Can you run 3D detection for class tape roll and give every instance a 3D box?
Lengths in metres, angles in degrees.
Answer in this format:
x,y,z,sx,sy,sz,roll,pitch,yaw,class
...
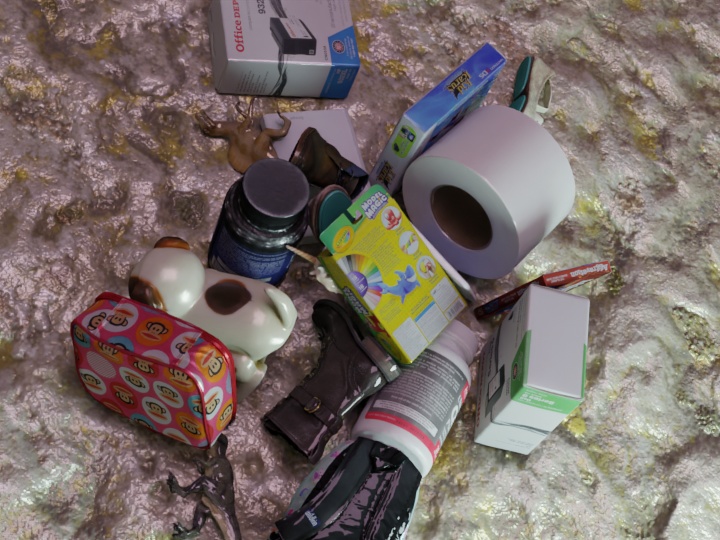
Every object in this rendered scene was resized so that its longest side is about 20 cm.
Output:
x,y,z,sx,sy,sz,roll,pitch,yaw,class
0.177,-0.109,1.685,0.203,0.203,0.139,43,59,8,tape roll

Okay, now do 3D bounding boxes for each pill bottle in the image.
x,y,z,sx,sy,sz,roll,pitch,yaw,class
-0.128,-0.055,1.554,0.111,0.200,0.112,7,61,-14,pill bottle
0.076,0.158,1.561,0.110,0.111,0.200,31,58,0,pill bottle

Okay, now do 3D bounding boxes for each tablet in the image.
x,y,z,sx,sy,sz,roll,pitch,yaw,class
0.104,-0.013,1.625,0.014,0.200,0.130,-43,80,2,tablet

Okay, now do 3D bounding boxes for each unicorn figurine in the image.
x,y,z,sx,sy,sz,roll,pitch,yaw,class
0.000,0.000,1.575,0.074,0.200,0.137,25,61,33,unicorn figurine

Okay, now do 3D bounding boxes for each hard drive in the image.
x,y,z,sx,sy,sz,roll,pitch,yaw,class
-0.056,-0.135,1.725,0.131,0.026,0.201,-7,66,-21,hard drive

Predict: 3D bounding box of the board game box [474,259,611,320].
x,y,z,sx,sy,sz,roll,pitch,yaw,class
0.241,0.028,1.634,0.102,0.200,0.020,-14,81,-24,board game box

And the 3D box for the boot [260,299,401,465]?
x,y,z,sx,sy,sz,roll,pitch,yaw,class
-0.058,0.137,1.540,0.174,0.069,0.200,-42,39,-7,boot

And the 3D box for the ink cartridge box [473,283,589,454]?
x,y,z,sx,sy,sz,roll,pitch,yaw,class
0.217,0.132,1.570,0.084,0.200,0.147,13,59,-8,ink cartridge box

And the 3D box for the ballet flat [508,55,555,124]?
x,y,z,sx,sy,sz,roll,pitch,yaw,class
0.260,-0.251,1.871,0.062,0.067,0.201,29,57,-13,ballet flat

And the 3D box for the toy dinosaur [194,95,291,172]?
x,y,z,sx,sy,sz,roll,pitch,yaw,class
-0.136,-0.175,1.695,0.200,0.058,0.101,39,93,18,toy dinosaur

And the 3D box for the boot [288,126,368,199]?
x,y,z,sx,sy,sz,roll,pitch,yaw,class
-0.041,-0.137,1.611,0.097,0.200,0.075,28,100,2,boot

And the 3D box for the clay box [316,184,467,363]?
x,y,z,sx,sy,sz,roll,pitch,yaw,class
0.033,0.003,1.510,0.115,0.048,0.200,-43,107,-24,clay box

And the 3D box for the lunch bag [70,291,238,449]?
x,y,z,sx,sy,sz,roll,pitch,yaw,class
-0.242,0.129,1.434,0.199,0.177,0.082,22,48,20,lunch bag

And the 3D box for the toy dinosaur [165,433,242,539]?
x,y,z,sx,sy,sz,roll,pitch,yaw,class
-0.183,0.276,1.452,0.088,0.047,0.201,-5,67,-28,toy dinosaur

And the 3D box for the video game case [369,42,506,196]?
x,y,z,sx,sy,sz,roll,pitch,yaw,class
0.107,-0.208,1.726,0.045,0.181,0.200,43,59,7,video game case

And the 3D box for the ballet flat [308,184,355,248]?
x,y,z,sx,sy,sz,roll,pitch,yaw,class
-0.040,-0.059,1.603,0.068,0.200,0.067,-43,58,-13,ballet flat

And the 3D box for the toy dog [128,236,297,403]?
x,y,z,sx,sy,sz,roll,pitch,yaw,class
-0.191,0.050,1.489,0.199,0.194,0.140,29,67,-11,toy dog

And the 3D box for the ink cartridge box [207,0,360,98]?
x,y,z,sx,sy,sz,roll,pitch,yaw,class
-0.114,-0.337,1.779,0.199,0.084,0.146,0,63,-18,ink cartridge box

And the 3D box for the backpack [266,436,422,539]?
x,y,z,sx,sy,sz,roll,pitch,yaw,class
-0.019,0.292,1.441,0.167,0.127,0.201,35,72,-12,backpack
